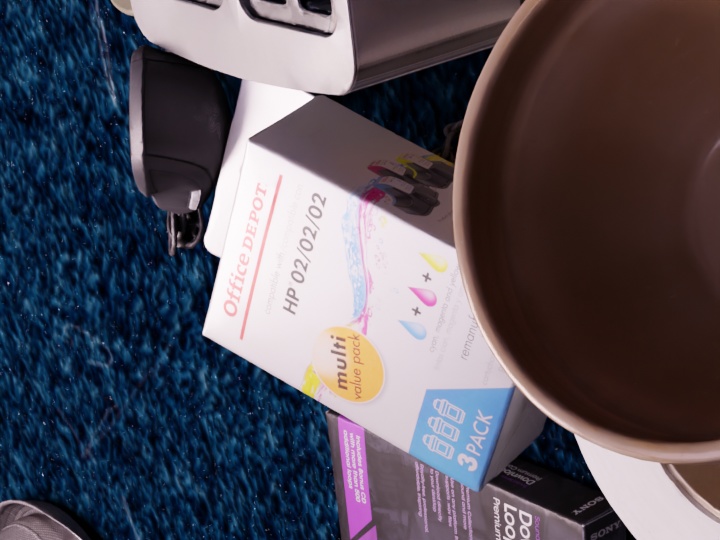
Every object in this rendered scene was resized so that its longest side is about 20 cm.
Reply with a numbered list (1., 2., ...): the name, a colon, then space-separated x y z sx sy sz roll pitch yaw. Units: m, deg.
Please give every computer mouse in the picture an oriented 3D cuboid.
1. computer mouse: -0.086 -0.094 1.217 0.200 0.046 0.141 84 -174 -78

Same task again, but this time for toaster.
1. toaster: -0.021 -0.179 1.090 0.181 0.118 0.201 21 125 47

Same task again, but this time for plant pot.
1. plant pot: 0.141 -0.028 0.865 0.200 0.093 0.202 -6 80 36

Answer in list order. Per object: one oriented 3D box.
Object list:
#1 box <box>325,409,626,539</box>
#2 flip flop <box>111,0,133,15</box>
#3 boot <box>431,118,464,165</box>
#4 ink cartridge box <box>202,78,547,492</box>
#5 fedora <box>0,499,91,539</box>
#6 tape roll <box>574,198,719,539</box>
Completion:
1. box: 0.063 0.159 1.244 0.200 0.036 0.144 19 123 46
2. flip flop: -0.143 -0.234 1.275 0.081 0.057 0.201 17 122 48
3. boot: 0.027 -0.012 1.174 0.200 0.069 0.174 42 139 16
4. ink cartridge box: 0.000 0.000 1.101 0.200 0.068 0.115 28 124 20
5. fedora: -0.225 0.260 1.639 0.177 0.090 0.201 -32 82 55
6. tape roll: 0.174 0.049 0.992 0.202 0.071 0.203 33 137 37
